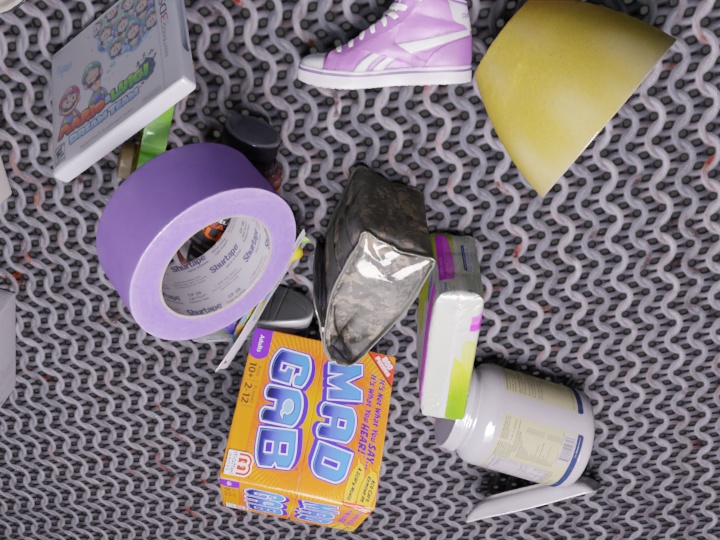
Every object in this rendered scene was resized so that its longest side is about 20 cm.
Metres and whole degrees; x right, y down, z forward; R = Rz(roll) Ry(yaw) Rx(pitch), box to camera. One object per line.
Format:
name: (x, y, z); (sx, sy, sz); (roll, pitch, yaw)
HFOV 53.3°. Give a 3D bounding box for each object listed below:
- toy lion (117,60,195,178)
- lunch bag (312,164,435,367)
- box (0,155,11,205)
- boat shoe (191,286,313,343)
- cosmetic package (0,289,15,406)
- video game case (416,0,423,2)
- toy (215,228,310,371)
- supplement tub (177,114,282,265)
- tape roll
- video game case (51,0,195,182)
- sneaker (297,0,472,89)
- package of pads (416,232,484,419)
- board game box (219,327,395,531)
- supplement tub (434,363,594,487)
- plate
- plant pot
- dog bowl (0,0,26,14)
toy lion: (-0.244, -0.126, 0.824); (0.067, 0.193, 0.202); (11, 125, -19)
lunch bag: (0.000, 0.000, 0.905); (0.116, 0.165, 0.202); (19, 123, -14)
box: (-0.573, -0.124, 0.930); (0.196, 0.078, 0.096); (4, 124, 3)
boat shoe: (-0.160, 0.070, 1.025); (0.198, 0.075, 0.065); (-5, 132, 11)
cosmetic package: (-0.594, 0.118, 1.091); (0.111, 0.082, 0.202); (17, 122, -6)
video game case: (0.008, -0.394, 0.703); (0.197, 0.023, 0.184); (24, 115, 0)
toy: (-0.137, 0.030, 0.919); (0.047, 0.115, 0.201); (35, 84, 1)
supplement tub: (-0.161, -0.089, 0.896); (0.105, 0.108, 0.202); (19, 123, -7)
tape roll: (-0.172, -0.028, 0.769); (0.198, 0.085, 0.202); (-30, 146, -23)
video game case: (-0.267, -0.219, 0.787); (0.198, 0.185, 0.024); (-28, 149, 22)
sneaker: (0.024, -0.264, 0.795); (0.196, 0.073, 0.116); (-3, 112, 4)
package of pads: (0.113, 0.069, 0.946); (0.067, 0.155, 0.203); (4, 123, -1)
board game box: (-0.075, 0.228, 0.999); (0.196, 0.203, 0.201); (12, 152, -3)
supplement tub: (0.219, 0.220, 1.039); (0.197, 0.146, 0.147); (17, 124, -6)
plate: (0.277, 0.357, 1.139); (0.197, 0.033, 0.199); (-19, 159, 17)
plant pot: (0.206, -0.202, 0.757); (0.142, 0.200, 0.201); (41, 121, 7)
dog bowl: (-0.397, -0.377, 0.739); (0.196, 0.074, 0.203); (7, 126, 10)
